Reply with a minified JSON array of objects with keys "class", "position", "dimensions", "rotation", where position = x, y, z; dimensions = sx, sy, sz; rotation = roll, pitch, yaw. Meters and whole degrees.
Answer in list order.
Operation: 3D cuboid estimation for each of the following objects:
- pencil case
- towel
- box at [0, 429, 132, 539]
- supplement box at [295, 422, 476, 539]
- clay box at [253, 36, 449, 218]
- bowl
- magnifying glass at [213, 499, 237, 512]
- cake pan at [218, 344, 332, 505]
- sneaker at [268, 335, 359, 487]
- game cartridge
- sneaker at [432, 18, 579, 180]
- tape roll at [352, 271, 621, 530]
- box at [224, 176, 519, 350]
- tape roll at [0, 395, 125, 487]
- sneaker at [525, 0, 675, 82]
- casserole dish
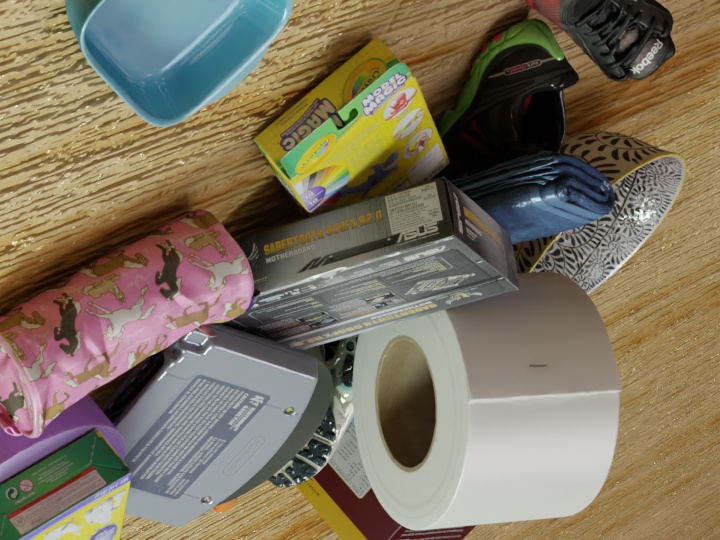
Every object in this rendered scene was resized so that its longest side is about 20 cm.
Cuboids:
[{"class":"pencil case","position":[-0.167,0.035,1.488],"dimensions":[0.200,0.087,0.083],"rotation":[-29,-173,-31]},{"class":"towel","position":[0.088,-0.044,1.701],"dimensions":[0.200,0.049,0.112],"rotation":[-17,163,27]},{"class":"box","position":[-0.230,0.207,1.572],"dimensions":[0.117,0.048,0.200],"rotation":[-30,157,-29]},{"class":"supplement box","position":[0.067,0.157,2.068],"dimensions":[0.200,0.133,0.197],"rotation":[-48,159,14]},{"class":"clay box","position":[-0.006,-0.090,1.579],"dimensions":[0.115,0.048,0.200],"rotation":[-40,159,-4]},{"class":"bowl","position":[0.178,-0.055,1.912],"dimensions":[0.201,0.094,0.201],"rotation":[-36,158,-18]},{"class":"magnifying glass","position":[-0.118,0.157,1.893],"dimensions":[0.080,0.022,0.200],"rotation":[-35,159,-21]},{"class":"cake pan","position":[-0.103,0.122,1.784],"dimensions":[0.200,0.037,0.200],"rotation":[-29,148,-20]},{"class":"sneaker","position":[-0.019,0.109,1.903],"dimensions":[0.200,0.078,0.086],"rotation":[-53,160,26]},{"class":"game cartridge","position":[-0.126,0.117,1.668],"dimensions":[0.133,0.041,0.200],"rotation":[23,127,-28]},{"class":"sneaker","position":[0.110,-0.103,1.712],"dimensions":[0.077,0.084,0.200],"rotation":[-27,154,-35]},{"class":"tape roll","position":[0.096,0.102,1.765],"dimensions":[0.139,0.203,0.203],"rotation":[-2,140,-26]},{"class":"box","position":[0.000,0.000,1.623],"dimensions":[0.200,0.048,0.158],"rotation":[-16,162,18]},{"class":"tape roll","position":[-0.265,0.159,1.568],"dimensions":[0.200,0.066,0.200],"rotation":[-36,159,-16]},{"class":"sneaker","position":[0.185,-0.193,1.656],"dimensions":[0.071,0.098,0.200],"rotation":[-45,158,12]},{"class":"casserole dish","position":[-0.108,-0.155,1.283],"dimensions":[0.121,0.039,0.200],"rotation":[-43,159,0]}]
